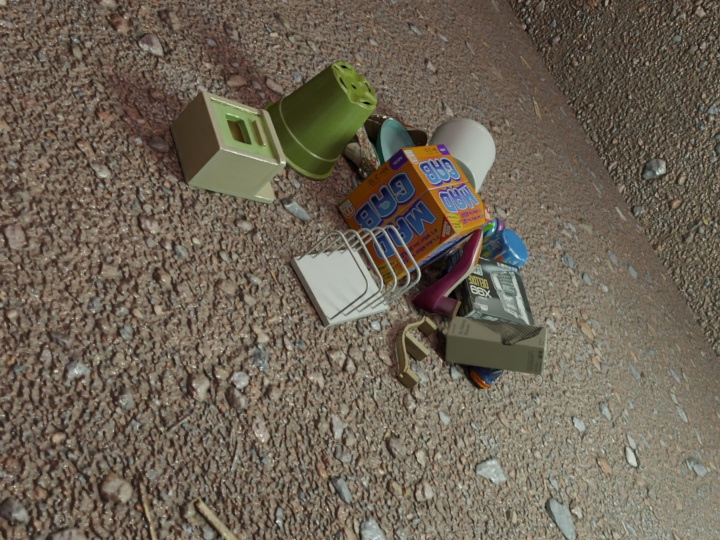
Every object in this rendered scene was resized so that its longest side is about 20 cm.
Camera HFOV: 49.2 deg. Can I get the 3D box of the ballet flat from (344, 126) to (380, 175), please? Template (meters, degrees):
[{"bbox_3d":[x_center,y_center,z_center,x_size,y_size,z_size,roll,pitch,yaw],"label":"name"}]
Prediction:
[{"bbox_3d":[-0.013,-0.291,1.797,0.063,0.076,0.201,-7,55,-20],"label":"ballet flat"}]

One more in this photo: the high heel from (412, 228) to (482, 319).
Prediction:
[{"bbox_3d":[0.186,-0.004,1.642,0.095,0.201,0.067,21,0,17],"label":"high heel"}]

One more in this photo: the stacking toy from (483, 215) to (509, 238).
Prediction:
[{"bbox_3d":[0.284,-0.128,2.011,0.199,0.085,0.086,27,39,-24],"label":"stacking toy"}]

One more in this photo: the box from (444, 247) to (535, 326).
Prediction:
[{"bbox_3d":[0.284,0.048,1.731,0.199,0.050,0.159,16,51,-35],"label":"box"}]

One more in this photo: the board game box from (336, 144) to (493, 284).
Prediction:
[{"bbox_3d":[0.116,-0.122,1.652,0.201,0.200,0.199,57,32,9],"label":"board game box"}]

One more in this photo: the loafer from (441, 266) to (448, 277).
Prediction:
[{"bbox_3d":[0.268,0.042,1.813,0.200,0.070,0.068,33,37,-29],"label":"loafer"}]

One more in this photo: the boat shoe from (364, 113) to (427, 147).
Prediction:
[{"bbox_3d":[0.075,-0.346,1.965,0.199,0.073,0.067,11,16,-37],"label":"boat shoe"}]

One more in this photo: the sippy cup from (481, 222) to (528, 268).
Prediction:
[{"bbox_3d":[0.330,-0.030,1.910,0.178,0.130,0.139,55,31,5],"label":"sippy cup"}]

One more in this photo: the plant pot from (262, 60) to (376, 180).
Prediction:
[{"bbox_3d":[-0.072,-0.324,1.619,0.199,0.190,0.201,33,36,-28],"label":"plant pot"}]

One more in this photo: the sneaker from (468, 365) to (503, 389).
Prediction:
[{"bbox_3d":[0.298,0.182,1.705,0.075,0.078,0.200,48,32,-9],"label":"sneaker"}]

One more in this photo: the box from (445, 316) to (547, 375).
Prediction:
[{"bbox_3d":[0.277,0.151,1.604,0.198,0.069,0.082,6,30,12],"label":"box"}]

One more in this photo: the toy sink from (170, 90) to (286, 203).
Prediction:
[{"bbox_3d":[-0.214,-0.216,1.397,0.199,0.112,0.131,11,50,-48],"label":"toy sink"}]

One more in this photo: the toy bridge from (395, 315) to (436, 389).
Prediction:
[{"bbox_3d":[0.101,0.147,1.529,0.067,0.027,0.200,44,32,-9],"label":"toy bridge"}]

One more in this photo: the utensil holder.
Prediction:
[{"bbox_3d":[0.228,-0.255,1.924,0.170,0.170,0.200,45,39,-12],"label":"utensil holder"}]

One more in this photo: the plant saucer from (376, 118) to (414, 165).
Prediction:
[{"bbox_3d":[0.091,-0.262,1.883,0.200,0.027,0.202,36,45,-47],"label":"plant saucer"}]

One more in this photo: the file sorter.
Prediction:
[{"bbox_3d":[0.000,0.000,1.452,0.199,0.124,0.139,-10,67,-56],"label":"file sorter"}]

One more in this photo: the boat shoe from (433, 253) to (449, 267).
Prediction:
[{"bbox_3d":[0.161,-0.098,1.819,0.068,0.074,0.201,8,60,-56],"label":"boat shoe"}]
